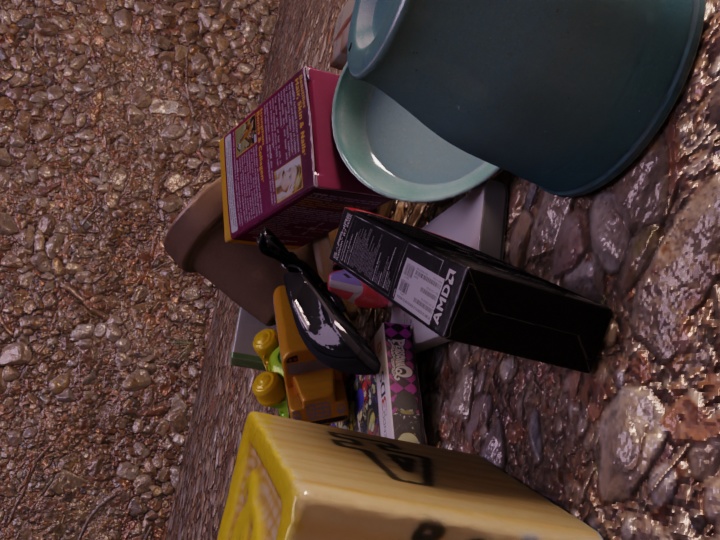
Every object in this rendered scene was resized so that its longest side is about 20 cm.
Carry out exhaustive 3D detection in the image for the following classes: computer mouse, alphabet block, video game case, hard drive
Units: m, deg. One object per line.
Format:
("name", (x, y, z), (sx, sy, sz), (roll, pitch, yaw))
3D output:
("computer mouse", (-0.040, 0.052, 0.775), (0.046, 0.140, 0.200), (-42, 59, 2))
("alphabet block", (0.010, 0.221, 0.493), (0.196, 0.198, 0.197), (-179, 102, -73))
("video game case", (0.013, 0.181, 0.766), (0.200, 0.036, 0.183), (119, 153, -52))
("hard drive", (0.080, 0.007, 0.736), (0.200, 0.026, 0.133), (144, 137, -66))

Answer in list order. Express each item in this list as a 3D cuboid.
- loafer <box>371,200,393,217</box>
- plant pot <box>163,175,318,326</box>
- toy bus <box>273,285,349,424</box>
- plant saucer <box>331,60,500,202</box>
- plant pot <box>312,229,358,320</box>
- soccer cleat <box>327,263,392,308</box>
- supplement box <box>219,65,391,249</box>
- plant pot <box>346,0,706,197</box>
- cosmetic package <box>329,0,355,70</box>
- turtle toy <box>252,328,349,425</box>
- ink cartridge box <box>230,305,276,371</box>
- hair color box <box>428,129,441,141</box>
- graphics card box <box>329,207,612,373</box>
("loafer", (0.025, -0.137, 0.966), (0.075, 0.068, 0.201), (33, 129, 33))
("plant pot", (-0.136, -0.024, 1.003), (0.200, 0.175, 0.200), (-38, -7, -6))
("toy bus", (-0.059, 0.092, 0.844), (0.200, 0.064, 0.079), (-111, 15, -63))
("plant saucer", (0.070, -0.156, 0.704), (0.036, 0.198, 0.202), (30, -111, -65))
("plant pot", (-0.035, -0.034, 0.967), (0.200, 0.027, 0.202), (-8, -90, -82))
("soccer cleat", (0.000, 0.000, 0.876), (0.200, 0.076, 0.067), (-100, 22, -79))
("supplement box", (-0.066, -0.114, 0.818), (0.199, 0.103, 0.132), (-21, 69, 51))
("plant pot", (0.097, -0.175, 0.529), (0.200, 0.187, 0.202), (-165, 90, -72))
("cosmetic package", (0.033, -0.346, 1.043), (0.200, 0.103, 0.088), (164, 117, -73))
("turtle toy", (-0.066, 0.130, 0.966), (0.201, 0.100, 0.146), (-98, -17, -50))
("ink cartridge box", (-0.106, 0.051, 1.104), (0.048, 0.144, 0.202), (118, 161, -65))
("hair color box", (0.037, -0.151, 0.821), (0.199, 0.064, 0.110), (-24, 67, 49))
("graphics card box", (0.070, 0.008, 0.546), (0.200, 0.125, 0.051), (31, 103, 62))
